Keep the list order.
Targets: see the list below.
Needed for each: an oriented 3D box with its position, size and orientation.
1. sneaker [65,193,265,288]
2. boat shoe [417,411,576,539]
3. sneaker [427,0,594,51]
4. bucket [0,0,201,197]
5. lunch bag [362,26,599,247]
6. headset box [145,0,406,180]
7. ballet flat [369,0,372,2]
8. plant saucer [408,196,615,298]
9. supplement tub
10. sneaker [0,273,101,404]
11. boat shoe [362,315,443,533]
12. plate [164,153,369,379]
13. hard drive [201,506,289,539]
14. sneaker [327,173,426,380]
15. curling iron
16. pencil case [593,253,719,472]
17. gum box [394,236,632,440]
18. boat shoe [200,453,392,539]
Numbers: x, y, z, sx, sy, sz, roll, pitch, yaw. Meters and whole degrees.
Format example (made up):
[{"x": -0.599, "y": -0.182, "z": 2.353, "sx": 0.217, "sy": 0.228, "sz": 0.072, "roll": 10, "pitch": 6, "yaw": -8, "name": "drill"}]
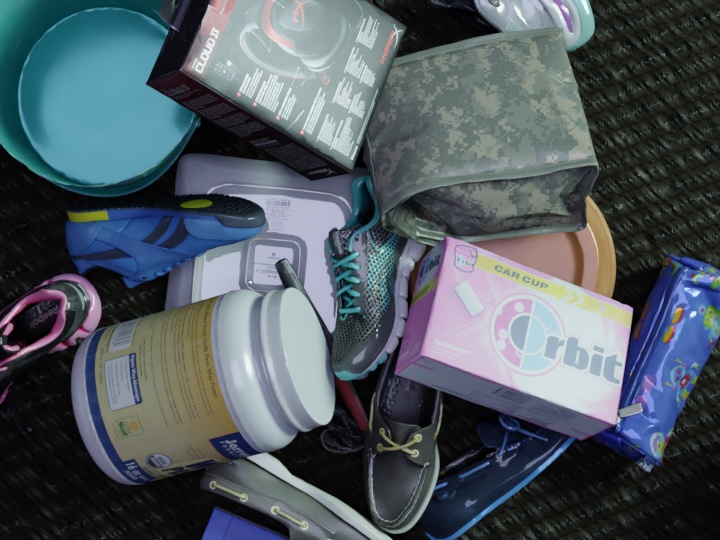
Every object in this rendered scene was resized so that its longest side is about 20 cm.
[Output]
[{"x": -0.175, "y": -0.026, "z": 1.308, "sx": 0.199, "sy": 0.066, "sz": 0.079, "roll": -1, "pitch": 105, "yaw": 19, "name": "sneaker"}, {"x": 0.128, "y": 0.167, "z": 1.319, "sx": 0.200, "sy": 0.084, "sz": 0.069, "roll": -40, "pitch": 92, "yaw": -5, "name": "boat shoe"}, {"x": 0.123, "y": -0.286, "z": 1.339, "sx": 0.139, "sy": 0.078, "sz": 0.201, "roll": -20, "pitch": 88, "yaw": -4, "name": "sneaker"}, {"x": -0.237, "y": -0.165, "z": 1.292, "sx": 0.206, "sy": 0.135, "sz": 0.209, "roll": 0, "pitch": 87, "yaw": -2, "name": "bucket"}, {"x": 0.097, "y": -0.115, "z": 1.290, "sx": 0.199, "sy": 0.118, "sz": 0.165, "roll": -7, "pitch": 58, "yaw": -4, "name": "lunch bag"}, {"x": -0.077, "y": -0.189, "z": 1.224, "sx": 0.199, "sy": 0.075, "sz": 0.149, "roll": 28, "pitch": 73, "yaw": -28, "name": "headset box"}, {"x": -0.018, "y": -0.261, "z": 1.349, "sx": 0.065, "sy": 0.070, "sz": 0.201, "roll": 7, "pitch": 84, "yaw": 25, "name": "ballet flat"}, {"x": 0.144, "y": -0.004, "z": 1.349, "sx": 0.199, "sy": 0.037, "sz": 0.202, "roll": 0, "pitch": 87, "yaw": -2, "name": "plant saucer"}, {"x": -0.135, "y": 0.099, "z": 1.258, "sx": 0.199, "sy": 0.144, "sz": 0.145, "roll": -16, "pitch": 88, "yaw": 16, "name": "supplement tub"}, {"x": -0.328, "y": 0.074, "z": 1.299, "sx": 0.200, "sy": 0.095, "sz": 0.079, "roll": -40, "pitch": 91, "yaw": 1, "name": "sneaker"}, {"x": 0.038, "y": 0.136, "z": 1.299, "sx": 0.071, "sy": 0.061, "sz": 0.203, "roll": 8, "pitch": 83, "yaw": 14, "name": "boat shoe"}, {"x": -0.082, "y": -0.004, "z": 1.343, "sx": 0.198, "sy": 0.032, "sz": 0.201, "roll": 5, "pitch": 88, "yaw": -1, "name": "plate"}, {"x": -0.069, "y": 0.320, "z": 1.334, "sx": 0.199, "sy": 0.025, "sz": 0.133, "roll": 23, "pitch": 87, "yaw": -1, "name": "hard drive"}, {"x": 0.000, "y": 0.000, "z": 1.295, "sx": 0.091, "sy": 0.077, "sz": 0.201, "roll": 34, "pitch": 60, "yaw": -32, "name": "sneaker"}, {"x": -0.038, "y": 0.082, "z": 1.316, "sx": 0.049, "sy": 0.026, "sz": 0.201, "roll": -20, "pitch": 108, "yaw": -4, "name": "curling iron"}, {"x": 0.278, "y": 0.082, "z": 1.328, "sx": 0.078, "sy": 0.087, "sz": 0.201, "roll": 24, "pitch": 86, "yaw": 32, "name": "pencil case"}, {"x": 0.142, "y": 0.063, "z": 1.265, "sx": 0.199, "sy": 0.066, "sz": 0.114, "roll": 21, "pitch": 66, "yaw": -13, "name": "gum box"}, {"x": -0.053, "y": 0.225, "z": 1.316, "sx": 0.201, "sy": 0.072, "sz": 0.060, "roll": 32, "pitch": 83, "yaw": 6, "name": "boat shoe"}]
